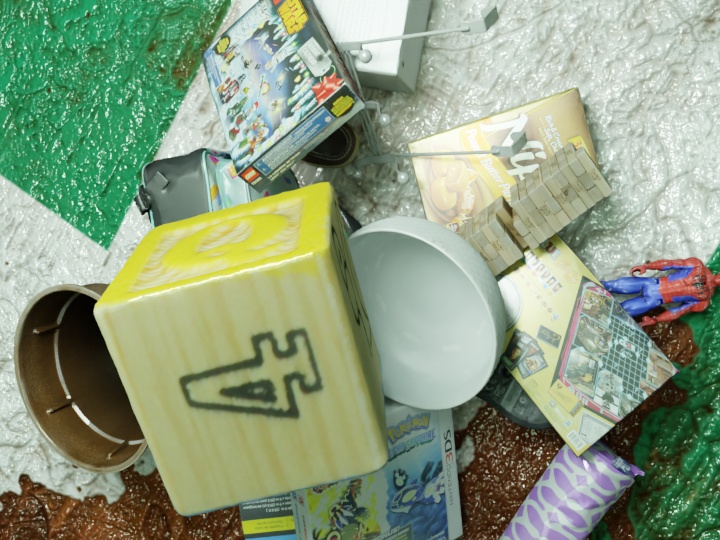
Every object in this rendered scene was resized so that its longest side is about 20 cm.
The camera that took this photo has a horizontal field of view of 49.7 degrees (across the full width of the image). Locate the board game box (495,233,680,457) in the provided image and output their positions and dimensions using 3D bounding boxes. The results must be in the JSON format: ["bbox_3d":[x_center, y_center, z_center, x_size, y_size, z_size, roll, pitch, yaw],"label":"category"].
[{"bbox_3d":[0.214,0.072,0.819,0.135,0.035,0.201,-40,72,7],"label":"board game box"}]

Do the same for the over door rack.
[{"bbox_3d":[0.057,-0.171,0.795,0.196,0.067,0.150,-4,125,26],"label":"over door rack"}]

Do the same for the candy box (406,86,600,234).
[{"bbox_3d":[0.161,-0.114,0.869,0.196,0.055,0.118,-16,88,15],"label":"candy box"}]

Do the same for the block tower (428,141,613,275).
[{"bbox_3d":[0.164,-0.051,0.816,0.199,0.058,0.054,-37,106,23],"label":"block tower"}]

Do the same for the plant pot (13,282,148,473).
[{"bbox_3d":[-0.250,0.092,0.890,0.196,0.198,0.206,6,106,24],"label":"plant pot"}]

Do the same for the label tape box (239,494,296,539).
[{"bbox_3d":[-0.075,0.247,0.931,0.141,0.063,0.205,-9,88,14],"label":"label tape box"}]

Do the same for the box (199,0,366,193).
[{"bbox_3d":[-0.085,-0.193,0.780,0.136,0.040,0.202,-36,50,15],"label":"box"}]

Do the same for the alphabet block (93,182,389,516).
[{"bbox_3d":[-0.090,0.061,0.692,0.192,0.196,0.204,-15,110,3],"label":"alphabet block"}]

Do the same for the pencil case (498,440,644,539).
[{"bbox_3d":[0.220,0.272,0.851,0.085,0.084,0.202,32,100,-12],"label":"pencil case"}]

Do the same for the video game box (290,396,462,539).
[{"bbox_3d":[0.020,0.235,0.833,0.046,0.197,0.187,11,113,56],"label":"video game box"}]

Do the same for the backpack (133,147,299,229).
[{"bbox_3d":[-0.141,-0.049,0.874,0.150,0.200,0.180,-10,93,11],"label":"backpack"}]

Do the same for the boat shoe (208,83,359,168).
[{"bbox_3d":[-0.095,-0.184,0.925,0.198,0.072,0.073,32,98,12],"label":"boat shoe"}]

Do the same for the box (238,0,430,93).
[{"bbox_3d":[-0.026,-0.300,0.887,0.195,0.106,0.156,12,94,14],"label":"box"}]

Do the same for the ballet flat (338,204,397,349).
[{"bbox_3d":[0.000,0.000,0.908,0.072,0.073,0.203,-27,84,13],"label":"ballet flat"}]

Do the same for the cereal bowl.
[{"bbox_3d":[0.061,0.034,0.795,0.196,0.083,0.204,16,124,25],"label":"cereal bowl"}]

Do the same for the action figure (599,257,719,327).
[{"bbox_3d":[0.307,0.026,0.840,0.195,0.052,0.067,-12,84,12],"label":"action figure"}]

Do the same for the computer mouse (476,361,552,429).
[{"bbox_3d":[0.155,0.099,0.880,0.198,0.053,0.140,35,93,20],"label":"computer mouse"}]
